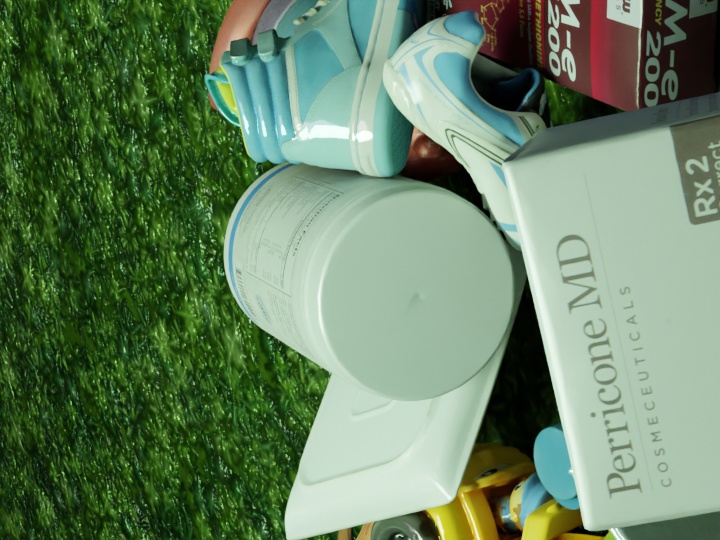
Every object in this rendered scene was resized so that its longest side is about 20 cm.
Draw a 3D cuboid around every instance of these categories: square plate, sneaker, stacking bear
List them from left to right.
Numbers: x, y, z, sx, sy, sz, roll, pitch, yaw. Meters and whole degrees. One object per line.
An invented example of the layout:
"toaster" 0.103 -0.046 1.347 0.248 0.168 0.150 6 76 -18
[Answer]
"sneaker" -0.026 -0.147 1.074 0.080 0.130 0.200 72 -156 -51
"stacking bear" 0.007 -0.125 1.161 0.200 0.121 0.114 35 133 36
"square plate" 0.026 0.075 1.152 0.198 0.028 0.200 -25 39 54
"sneaker" 0.093 -0.070 1.003 0.072 0.200 0.072 -30 40 21

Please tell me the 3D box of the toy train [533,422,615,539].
"toy train" 0.188 0.155 0.970 0.200 0.116 0.085 62 149 21

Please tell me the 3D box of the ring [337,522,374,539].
"ring" 0.015 0.136 1.261 0.200 0.019 0.201 -167 90 -84

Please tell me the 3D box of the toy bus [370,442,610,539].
"toy bus" 0.121 0.198 1.109 0.192 0.136 0.200 -27 78 47

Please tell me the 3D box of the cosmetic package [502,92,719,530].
"cosmetic package" 0.183 0.002 0.767 0.165 0.200 0.165 -38 -65 -77

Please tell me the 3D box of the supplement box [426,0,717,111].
"supplement box" 0.116 -0.169 0.991 0.200 0.061 0.109 31 131 50

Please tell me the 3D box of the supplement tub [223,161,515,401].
"supplement tub" 0.000 0.000 1.094 0.200 0.132 0.132 -156 56 -67

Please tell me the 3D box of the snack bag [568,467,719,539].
"snack bag" 0.214 0.162 0.866 0.021 0.188 0.200 -50 58 33
